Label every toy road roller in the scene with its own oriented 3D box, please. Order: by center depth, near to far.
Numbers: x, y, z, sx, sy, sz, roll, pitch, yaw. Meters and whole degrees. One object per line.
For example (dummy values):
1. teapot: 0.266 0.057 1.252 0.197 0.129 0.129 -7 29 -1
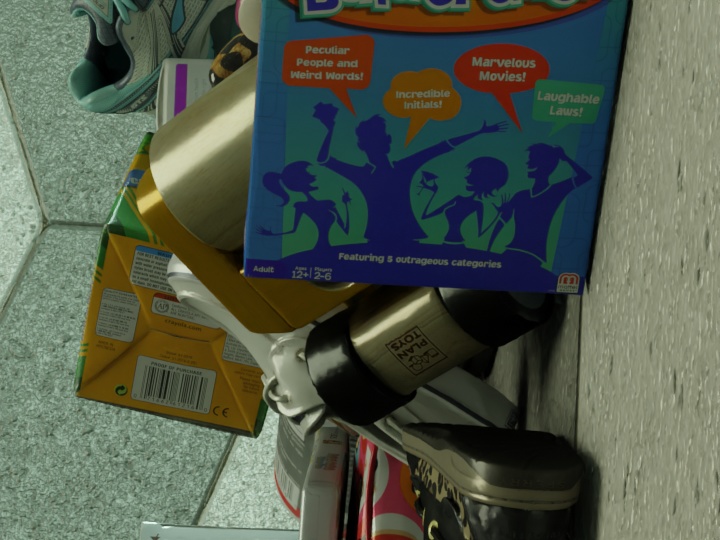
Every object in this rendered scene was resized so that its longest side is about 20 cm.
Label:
1. toy road roller: 0.003 -0.036 1.270 0.123 0.200 0.146 -33 23 31

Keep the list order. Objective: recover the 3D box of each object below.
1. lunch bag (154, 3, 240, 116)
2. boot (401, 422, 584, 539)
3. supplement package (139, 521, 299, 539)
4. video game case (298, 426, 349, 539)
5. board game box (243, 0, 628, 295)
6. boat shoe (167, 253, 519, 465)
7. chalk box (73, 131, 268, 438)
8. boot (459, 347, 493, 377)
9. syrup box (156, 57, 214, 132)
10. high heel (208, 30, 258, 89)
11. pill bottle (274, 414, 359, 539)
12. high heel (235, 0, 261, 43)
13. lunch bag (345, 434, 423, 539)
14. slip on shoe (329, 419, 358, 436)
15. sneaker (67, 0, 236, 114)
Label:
1. lunch bag: -0.093 -0.184 1.669 0.200 0.122 0.170 -132 46 -60
2. boot: 0.056 0.147 1.168 0.200 0.073 0.151 -174 87 -81
3. supplement package: -0.052 0.263 1.729 0.111 0.200 0.156 96 175 -47
4. video game case: -0.025 0.206 1.538 0.182 0.023 0.200 -76 -11 -82
5. board game box: 0.031 -0.086 1.098 0.045 0.152 0.200 -93 6 -57
6. boat shoe: -0.019 0.054 1.350 0.066 0.200 0.072 -61 0 -12
7. chalk box: -0.100 -0.003 1.673 0.200 0.125 0.124 -80 3 -64
8. boot: 0.000 -0.003 1.463 0.211 0.158 0.079 102 171 -66
9. syrup box: -0.022 -0.071 1.558 0.079 0.200 0.081 97 174 -54
10. high heel: -0.040 -0.183 1.337 0.143 0.200 0.071 55 144 -6
11. pill bottle: 0.006 0.078 1.675 0.200 0.114 0.114 98 174 -50
12. high heel: 0.021 -0.182 1.230 0.067 0.200 0.096 45 -167 -24
13. lunch bag: 0.028 0.147 1.507 0.200 0.082 0.176 106 167 -77
14. slip on shoe: -0.042 0.016 1.530 0.200 0.061 0.076 52 168 -27
15. sneaker: -0.121 -0.168 1.537 0.078 0.086 0.200 47 136 33
